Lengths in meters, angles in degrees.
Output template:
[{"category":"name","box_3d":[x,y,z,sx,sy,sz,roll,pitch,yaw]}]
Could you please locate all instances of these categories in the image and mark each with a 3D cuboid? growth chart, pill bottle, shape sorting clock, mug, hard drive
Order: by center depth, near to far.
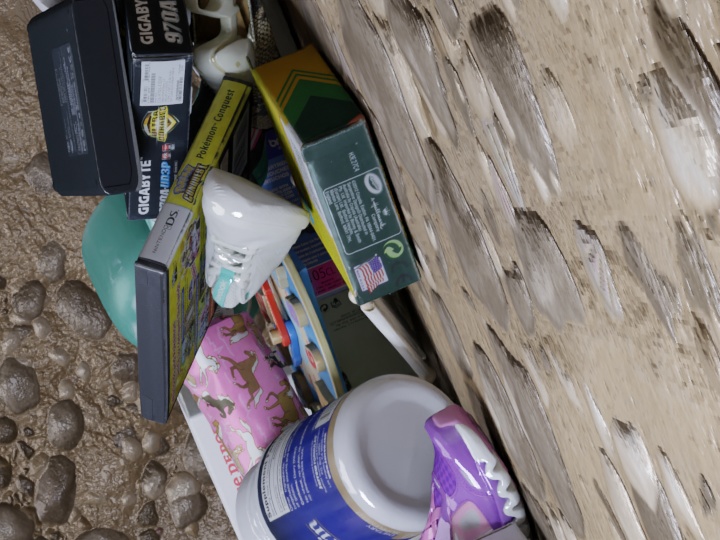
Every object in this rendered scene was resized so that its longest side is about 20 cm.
[{"category":"hard drive","box_3d":[-0.204,-0.125,1.547,0.200,0.033,0.141,-174,74,-72]},{"category":"pill bottle","box_3d":[-0.010,0.158,1.580,0.200,0.115,0.116,-35,76,55]},{"category":"growth chart","box_3d":[0.000,0.000,1.612,0.145,0.018,0.200,51,-173,-36]},{"category":"shape sorting clock","box_3d":[-0.053,0.048,1.691,0.200,0.039,0.201,159,90,-83]},{"category":"mug","box_3d":[-0.165,-0.004,1.839,0.185,0.152,0.115,24,-156,-44]}]

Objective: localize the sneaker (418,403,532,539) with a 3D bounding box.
[{"category":"sneaker","box_3d":[0.069,0.181,1.422,0.081,0.088,0.201,-117,7,-56]}]

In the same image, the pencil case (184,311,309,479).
[{"category":"pencil case","box_3d":[-0.080,0.132,1.729,0.201,0.083,0.087,58,172,6]}]

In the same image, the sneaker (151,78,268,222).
[{"category":"sneaker","box_3d":[-0.128,-0.085,1.721,0.121,0.083,0.200,98,-164,-50]}]

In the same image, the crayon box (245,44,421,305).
[{"category":"crayon box","box_3d":[-0.022,-0.075,1.477,0.200,0.051,0.128,-122,10,-62]}]

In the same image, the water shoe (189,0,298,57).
[{"category":"water shoe","box_3d":[-0.096,-0.184,1.659,0.072,0.078,0.201,-124,13,-71]}]

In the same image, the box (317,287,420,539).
[{"category":"box","box_3d":[0.027,0.113,1.707,0.082,0.068,0.201,79,169,-62]}]

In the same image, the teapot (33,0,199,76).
[{"category":"teapot","box_3d":[-0.194,-0.244,1.729,0.197,0.199,0.147,131,134,-66]}]

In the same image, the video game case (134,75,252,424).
[{"category":"video game case","box_3d":[-0.122,-0.013,1.564,0.200,0.025,0.181,97,-168,-54]}]

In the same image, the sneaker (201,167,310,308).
[{"category":"sneaker","box_3d":[-0.083,-0.016,1.504,0.075,0.089,0.200,27,177,6]}]

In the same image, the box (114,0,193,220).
[{"category":"box","box_3d":[-0.158,-0.163,1.560,0.160,0.046,0.201,99,164,-47]}]

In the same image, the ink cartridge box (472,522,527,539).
[{"category":"ink cartridge box","box_3d":[0.114,0.285,1.354,0.201,0.083,0.144,68,173,-30]}]

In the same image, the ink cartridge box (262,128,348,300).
[{"category":"ink cartridge box","box_3d":[-0.070,-0.087,1.876,0.137,0.076,0.201,-122,12,-65]}]

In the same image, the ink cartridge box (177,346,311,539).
[{"category":"ink cartridge box","box_3d":[-0.051,0.145,1.963,0.084,0.199,0.145,-124,12,-69]}]

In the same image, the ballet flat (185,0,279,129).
[{"category":"ballet flat","box_3d":[-0.104,-0.192,1.549,0.075,0.067,0.201,-40,-54,-58]}]
